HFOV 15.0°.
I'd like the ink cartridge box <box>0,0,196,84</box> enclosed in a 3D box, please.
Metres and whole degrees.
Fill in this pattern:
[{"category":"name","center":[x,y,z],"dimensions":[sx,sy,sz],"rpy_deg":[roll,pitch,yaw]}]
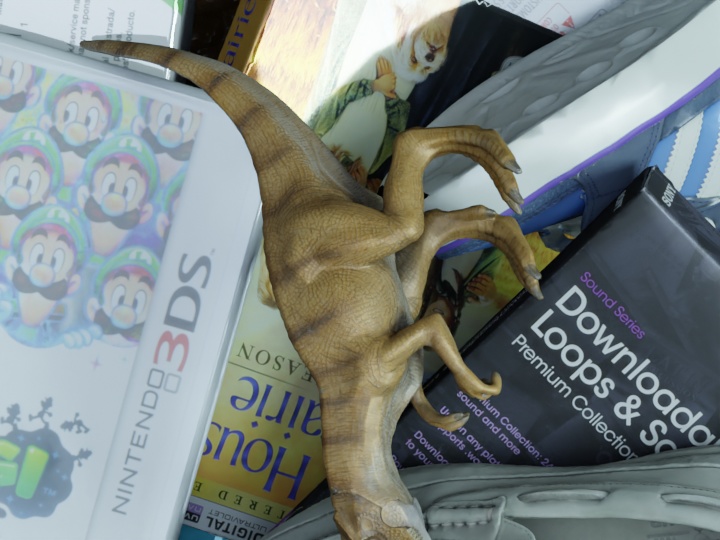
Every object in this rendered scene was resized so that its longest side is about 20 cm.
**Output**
[{"category":"ink cartridge box","center":[-0.156,-0.104,0.934],"dimensions":[0.199,0.084,0.145],"rpy_deg":[7,96,-2]}]

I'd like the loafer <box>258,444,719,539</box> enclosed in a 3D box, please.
[{"category":"loafer","center":[0.047,0.093,0.820],"dimensions":[0.199,0.070,0.070],"rpy_deg":[-14,101,15]}]

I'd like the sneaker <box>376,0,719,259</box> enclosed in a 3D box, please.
[{"category":"sneaker","center":[0.118,-0.017,0.906],"dimensions":[0.200,0.081,0.147],"rpy_deg":[-33,109,-17]}]

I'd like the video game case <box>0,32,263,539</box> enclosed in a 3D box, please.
[{"category":"video game case","center":[-0.141,0.011,0.877],"dimensions":[0.199,0.024,0.183],"rpy_deg":[16,92,4]}]

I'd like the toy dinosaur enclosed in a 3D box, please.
[{"category":"toy dinosaur","center":[-0.006,-0.011,0.810],"dimensions":[0.106,0.060,0.200],"rpy_deg":[-20,70,-5]}]

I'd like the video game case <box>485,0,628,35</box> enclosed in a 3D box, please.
[{"category":"video game case","center":[0.093,-0.042,0.975],"dimensions":[0.182,0.023,0.200],"rpy_deg":[44,92,-4]}]

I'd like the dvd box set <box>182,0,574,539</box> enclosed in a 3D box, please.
[{"category":"dvd box set","center":[0.000,0.000,0.923],"dimensions":[0.146,0.029,0.200],"rpy_deg":[21,92,-24]}]

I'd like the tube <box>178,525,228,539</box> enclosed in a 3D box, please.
[{"category":"tube","center":[-0.056,0.129,0.975],"dimensions":[0.077,0.050,0.201],"rpy_deg":[15,97,-22]}]

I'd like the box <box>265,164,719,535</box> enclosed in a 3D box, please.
[{"category":"box","center":[0.071,0.085,0.868],"dimensions":[0.143,0.036,0.200],"rpy_deg":[44,107,-3]}]
